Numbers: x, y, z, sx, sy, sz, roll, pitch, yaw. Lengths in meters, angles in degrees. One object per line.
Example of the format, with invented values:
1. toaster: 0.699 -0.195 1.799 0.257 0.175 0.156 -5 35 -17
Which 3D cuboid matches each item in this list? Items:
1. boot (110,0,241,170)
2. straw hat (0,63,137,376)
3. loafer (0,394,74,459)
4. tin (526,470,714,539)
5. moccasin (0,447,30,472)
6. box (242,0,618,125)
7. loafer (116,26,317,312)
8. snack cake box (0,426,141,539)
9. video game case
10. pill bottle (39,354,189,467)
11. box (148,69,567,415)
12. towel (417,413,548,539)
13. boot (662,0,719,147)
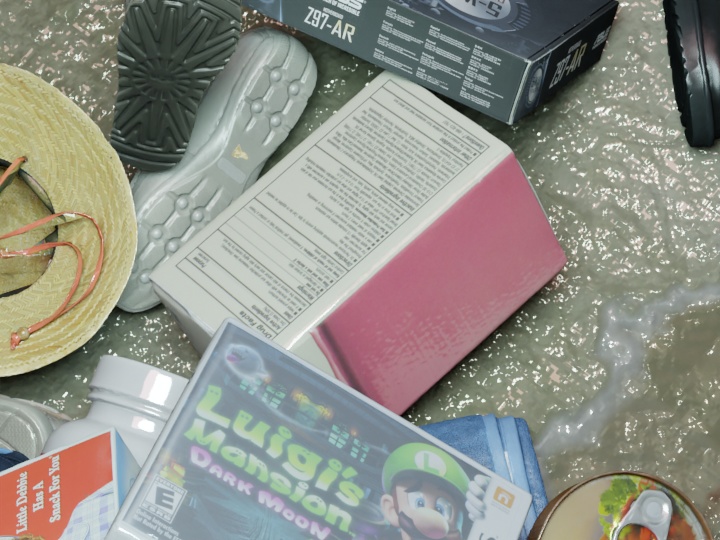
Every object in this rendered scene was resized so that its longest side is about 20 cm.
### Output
1. boot: -0.111 -0.184 1.660 0.072 0.182 0.201 18 48 -12
2. straw hat: -0.225 -0.023 1.674 0.200 0.085 0.202 -1 83 7
3. loafer: -0.263 0.095 1.652 0.199 0.063 0.072 9 97 22
4. tin: 0.128 0.209 1.548 0.112 0.042 0.201 30 74 -13
5. moccasin: -0.265 0.144 1.585 0.199 0.068 0.081 -6 105 37
6. box: 0.040 -0.166 1.679 0.199 0.160 0.044 26 117 16
7. loafer: -0.102 -0.064 1.699 0.200 0.070 0.070 -54 36 -11
8. snack cake box: -0.161 0.182 1.415 0.114 0.067 0.200 -23 34 9
9. video game case: -0.017 0.131 1.445 0.199 0.023 0.182 30 39 -3
10. pill bottle: -0.145 0.156 1.567 0.108 0.109 0.201 17 79 13
11. box: 0.000 0.000 1.612 0.200 0.109 0.128 -41 44 -10
12. towel: 0.011 0.150 1.601 0.199 0.049 0.112 -13 66 1
13. boot: 0.268 -0.176 1.700 0.161 0.073 0.199 -4 67 1
